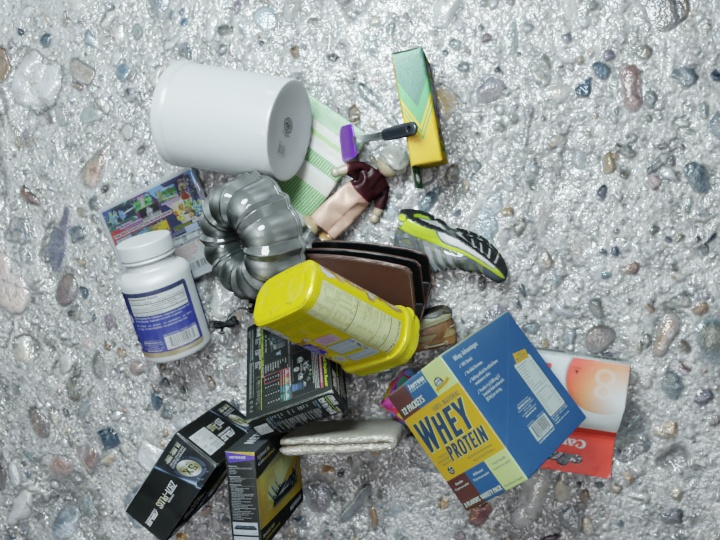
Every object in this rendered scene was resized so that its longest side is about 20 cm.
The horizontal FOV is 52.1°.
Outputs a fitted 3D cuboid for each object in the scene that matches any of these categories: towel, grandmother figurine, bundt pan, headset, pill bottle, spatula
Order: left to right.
[{"bbox_3d":[-0.333,0.041,1.233,0.119,0.120,0.201,-9,108,12],"label":"pill bottle"},{"bbox_3d":[-0.174,-0.044,1.109,0.201,0.076,0.203,21,121,39],"label":"bundt pan"},{"bbox_3d":[-0.180,0.030,1.224,0.200,0.094,0.124,-52,59,34],"label":"headset"},{"bbox_3d":[-0.101,-0.186,1.238,0.152,0.023,0.200,36,100,5],"label":"towel"},{"bbox_3d":[-0.026,0.274,1.212,0.199,0.132,0.035,-5,91,12],"label":"towel"},{"bbox_3d":[-0.003,-0.131,1.203,0.200,0.061,0.121,-40,130,8],"label":"grandmother figurine"},{"bbox_3d":[0.021,-0.205,1.129,0.199,0.020,0.057,0,99,51],"label":"spatula"}]

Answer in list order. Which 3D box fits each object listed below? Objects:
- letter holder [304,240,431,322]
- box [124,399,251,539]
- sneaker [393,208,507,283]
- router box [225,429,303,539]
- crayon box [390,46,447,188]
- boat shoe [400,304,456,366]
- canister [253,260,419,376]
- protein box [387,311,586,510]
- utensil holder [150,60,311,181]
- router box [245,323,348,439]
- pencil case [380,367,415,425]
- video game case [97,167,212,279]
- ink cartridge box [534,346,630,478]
[{"bbox_3d":[0.000,0.000,1.152,0.199,0.101,0.143,6,137,18],"label":"letter holder"},{"bbox_3d":[-0.274,0.327,1.230,0.086,0.200,0.164,36,100,6],"label":"box"},{"bbox_3d":[0.143,-0.027,1.191,0.199,0.074,0.081,27,119,7],"label":"sneaker"},{"bbox_3d":[-0.153,0.340,1.208,0.052,0.200,0.158,-3,96,14],"label":"router box"},{"bbox_3d":[0.096,-0.230,1.142,0.051,0.126,0.201,-9,94,11],"label":"crayon box"},{"bbox_3d":[0.065,0.123,1.210,0.199,0.076,0.074,-21,96,14],"label":"boat shoe"},{"bbox_3d":[-0.035,0.071,1.059,0.148,0.199,0.087,-23,48,43],"label":"canister"},{"bbox_3d":[0.190,0.203,1.098,0.200,0.198,0.135,54,133,11],"label":"protein box"},{"bbox_3d":[-0.198,-0.235,1.161,0.199,0.170,0.171,11,98,19],"label":"utensil holder"},{"bbox_3d":[-0.105,0.154,1.190,0.149,0.201,0.062,-22,133,13],"label":"router box"},{"bbox_3d":[0.131,0.242,1.207,0.199,0.088,0.089,34,101,4],"label":"pencil case"},{"bbox_3d":[-0.344,-0.061,1.297,0.199,0.023,0.183,-22,91,13],"label":"video game case"},{"bbox_3d":[0.334,0.231,1.181,0.161,0.050,0.201,6,94,11],"label":"ink cartridge box"}]
